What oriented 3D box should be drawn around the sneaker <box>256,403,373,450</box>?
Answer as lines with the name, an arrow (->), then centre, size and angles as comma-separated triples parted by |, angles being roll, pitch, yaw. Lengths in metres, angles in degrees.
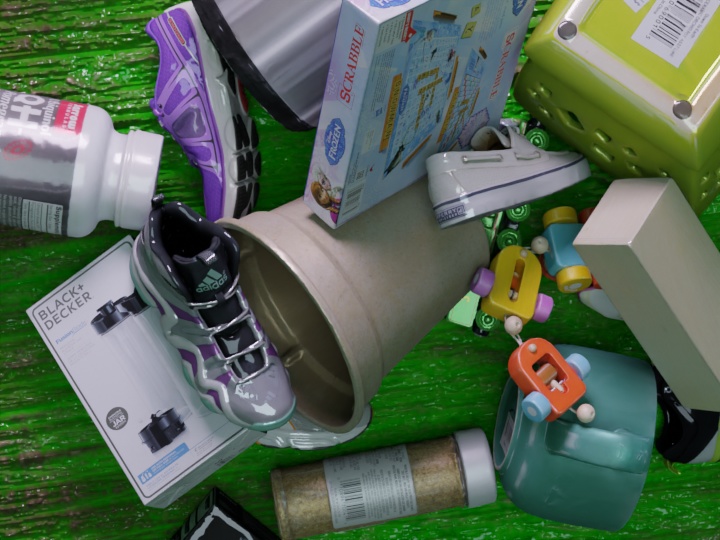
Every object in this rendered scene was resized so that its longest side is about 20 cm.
sneaker -> -0.085, 0.105, 1.401 | 0.197, 0.076, 0.093 | 3, 96, -7

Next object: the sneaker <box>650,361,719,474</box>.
sneaker -> 0.292, 0.086, 1.426 | 0.082, 0.072, 0.203 | -8, 101, -10

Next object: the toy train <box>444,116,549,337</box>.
toy train -> 0.118, -0.041, 1.409 | 0.056, 0.042, 0.203 | 15, 98, 3

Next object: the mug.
mug -> 0.183, 0.133, 1.375 | 0.113, 0.186, 0.154 | 11, 56, -4

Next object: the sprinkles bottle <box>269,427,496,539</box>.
sprinkles bottle -> 0.020, 0.192, 1.426 | 0.197, 0.068, 0.069 | -10, 101, -3

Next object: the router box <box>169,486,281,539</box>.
router box -> -0.106, 0.322, 1.446 | 0.200, 0.052, 0.158 | 41, 95, -11

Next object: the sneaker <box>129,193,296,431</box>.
sneaker -> -0.115, 0.028, 1.258 | 0.077, 0.140, 0.200 | -35, 76, -24

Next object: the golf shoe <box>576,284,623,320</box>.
golf shoe -> 0.245, -0.050, 1.402 | 0.090, 0.075, 0.203 | 10, 98, -3

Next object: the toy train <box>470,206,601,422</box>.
toy train -> 0.167, 0.037, 1.338 | 0.150, 0.056, 0.200 | 46, 56, 3

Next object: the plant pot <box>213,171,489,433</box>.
plant pot -> 0.000, 0.000, 1.327 | 0.183, 0.200, 0.202 | -35, 103, -25

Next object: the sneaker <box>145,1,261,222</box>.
sneaker -> -0.137, -0.126, 1.363 | 0.082, 0.081, 0.203 | -10, 94, 14

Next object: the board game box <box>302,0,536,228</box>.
board game box -> 0.051, -0.153, 1.230 | 0.041, 0.199, 0.201 | 40, 139, 24

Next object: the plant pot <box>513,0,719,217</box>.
plant pot -> 0.250, -0.182, 1.287 | 0.198, 0.181, 0.201 | 36, 89, 12

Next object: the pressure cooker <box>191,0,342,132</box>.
pressure cooker -> -0.019, -0.230, 1.279 | 0.199, 0.178, 0.177 | -35, 70, 11

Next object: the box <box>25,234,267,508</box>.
box -> -0.182, 0.086, 1.354 | 0.116, 0.060, 0.201 | -34, 76, 3

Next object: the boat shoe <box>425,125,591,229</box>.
boat shoe -> 0.120, -0.086, 1.305 | 0.070, 0.199, 0.071 | -20, 89, 43

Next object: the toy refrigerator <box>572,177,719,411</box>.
toy refrigerator -> 0.258, 0.022, 1.310 | 0.200, 0.070, 0.076 | 51, 61, -28

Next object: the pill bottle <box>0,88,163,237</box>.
pill bottle -> -0.268, -0.089, 1.328 | 0.197, 0.111, 0.112 | 10, 99, -7
